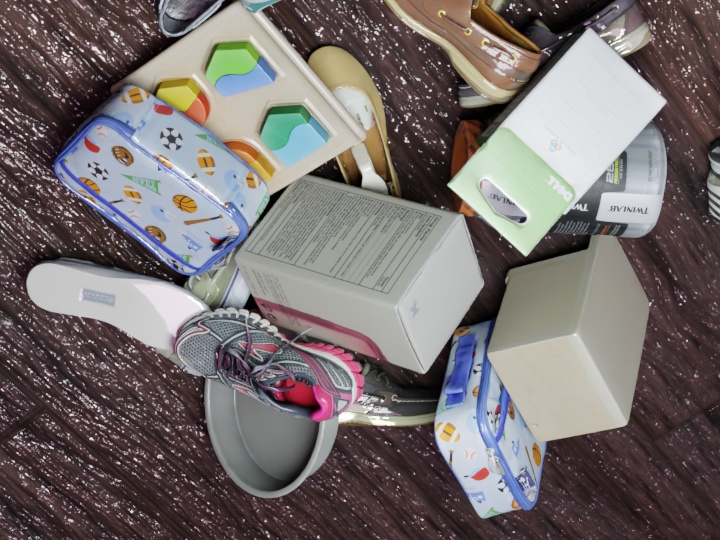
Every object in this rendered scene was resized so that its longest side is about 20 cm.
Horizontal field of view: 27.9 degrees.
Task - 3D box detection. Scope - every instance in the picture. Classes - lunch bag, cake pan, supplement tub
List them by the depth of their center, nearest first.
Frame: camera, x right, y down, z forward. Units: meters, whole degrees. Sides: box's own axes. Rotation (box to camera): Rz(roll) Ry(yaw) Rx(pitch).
[{"bbox_3d":[-0.196,-0.081,1.432,0.200,0.076,0.160,40,141,-15],"label":"lunch bag"},{"bbox_3d":[0.197,-0.098,1.466,0.200,0.123,0.123,2,119,-7],"label":"supplement tub"},{"bbox_3d":[-0.092,0.140,1.544,0.037,0.200,0.200,1,125,-43],"label":"cake pan"},{"bbox_3d":[0.140,0.154,1.547,0.076,0.200,0.160,-15,122,21],"label":"lunch bag"}]

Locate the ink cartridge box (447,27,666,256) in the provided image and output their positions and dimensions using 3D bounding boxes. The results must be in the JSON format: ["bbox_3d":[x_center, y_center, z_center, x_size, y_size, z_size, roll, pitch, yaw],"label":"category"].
[{"bbox_3d":[0.180,-0.121,1.371,0.104,0.059,0.200,42,88,-7],"label":"ink cartridge box"}]

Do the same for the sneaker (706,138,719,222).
[{"bbox_3d":[0.465,-0.085,1.537,0.200,0.076,0.115,0,128,4],"label":"sneaker"}]

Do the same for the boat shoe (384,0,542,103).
[{"bbox_3d":[0.089,-0.248,1.366,0.200,0.072,0.068,43,128,-4],"label":"boat shoe"}]

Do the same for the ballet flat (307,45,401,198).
[{"bbox_3d":[0.001,-0.131,1.463,0.069,0.063,0.200,-21,118,4],"label":"ballet flat"}]

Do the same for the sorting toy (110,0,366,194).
[{"bbox_3d":[-0.122,-0.150,1.418,0.200,0.036,0.185,-26,119,32],"label":"sorting toy"}]

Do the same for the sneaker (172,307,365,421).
[{"bbox_3d":[-0.098,0.093,1.433,0.200,0.075,0.081,13,114,21],"label":"sneaker"}]

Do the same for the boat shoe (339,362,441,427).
[{"bbox_3d":[0.005,0.135,1.605,0.201,0.072,0.066,0,99,-8],"label":"boat shoe"}]

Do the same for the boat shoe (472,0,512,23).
[{"bbox_3d":[0.140,-0.332,1.368,0.074,0.076,0.200,29,125,11],"label":"boat shoe"}]

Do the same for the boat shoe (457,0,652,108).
[{"bbox_3d":[0.184,-0.218,1.433,0.200,0.072,0.065,-20,104,10],"label":"boat shoe"}]

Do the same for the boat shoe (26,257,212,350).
[{"bbox_3d":[-0.244,0.031,1.511,0.200,0.069,0.072,9,106,4],"label":"boat shoe"}]

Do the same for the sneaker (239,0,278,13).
[{"bbox_3d":[-0.041,-0.305,1.330,0.200,0.070,0.093,-38,161,-25],"label":"sneaker"}]

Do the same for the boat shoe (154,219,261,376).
[{"bbox_3d":[-0.158,0.027,1.532,0.062,0.072,0.200,23,116,-13],"label":"boat shoe"}]

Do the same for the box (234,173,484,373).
[{"bbox_3d":[0.000,0.000,1.434,0.200,0.128,0.109,17,147,32],"label":"box"}]

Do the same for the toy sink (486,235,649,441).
[{"bbox_3d":[0.220,0.062,1.539,0.112,0.200,0.130,-15,122,29],"label":"toy sink"}]

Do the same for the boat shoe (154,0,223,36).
[{"bbox_3d":[-0.124,-0.297,1.340,0.072,0.068,0.200,35,117,-26],"label":"boat shoe"}]
